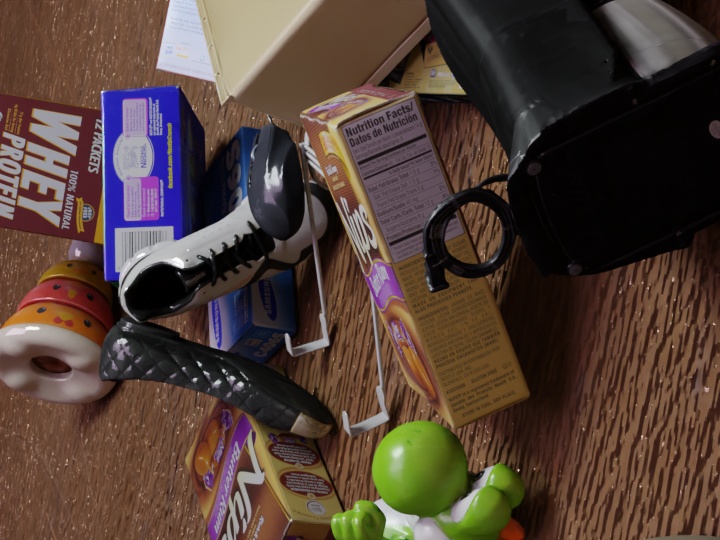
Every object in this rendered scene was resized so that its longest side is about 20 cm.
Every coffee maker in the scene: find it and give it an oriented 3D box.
[{"bbox_3d":[0.103,-0.103,0.833,0.200,0.192,0.135,-112,19,-52],"label":"coffee maker"}]

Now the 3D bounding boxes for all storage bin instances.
[{"bbox_3d":[-0.028,-0.237,1.100,0.200,0.094,0.199,-43,48,35],"label":"storage bin"}]

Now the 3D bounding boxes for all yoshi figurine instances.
[{"bbox_3d":[0.025,0.154,0.996,0.200,0.112,0.113,-40,44,49],"label":"yoshi figurine"}]

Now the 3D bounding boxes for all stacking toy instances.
[{"bbox_3d":[-0.329,0.037,1.720,0.146,0.146,0.200,-46,28,48],"label":"stacking toy"}]

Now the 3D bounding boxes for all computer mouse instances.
[{"bbox_3d":[-0.081,-0.117,1.190,0.059,0.034,0.200,129,131,-59],"label":"computer mouse"}]

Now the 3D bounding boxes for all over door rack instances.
[{"bbox_3d":[0.000,0.000,1.148,0.148,0.067,0.200,-133,44,-59],"label":"over door rack"}]

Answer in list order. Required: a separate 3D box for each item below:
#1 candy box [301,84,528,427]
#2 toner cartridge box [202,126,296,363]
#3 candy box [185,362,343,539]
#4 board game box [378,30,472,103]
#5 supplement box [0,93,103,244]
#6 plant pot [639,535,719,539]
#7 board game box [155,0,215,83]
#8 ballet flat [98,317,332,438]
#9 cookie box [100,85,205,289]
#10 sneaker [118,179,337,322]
[{"bbox_3d":[0.032,-0.013,0.950,0.117,0.056,0.200,-144,33,-75],"label":"candy box"},{"bbox_3d":[-0.101,-0.019,1.360,0.095,0.043,0.200,-46,43,50],"label":"toner cartridge box"},{"bbox_3d":[-0.081,0.179,1.247,0.117,0.056,0.200,-65,32,26],"label":"candy box"},{"bbox_3d":[0.048,-0.191,1.106,0.200,0.035,0.136,12,93,55],"label":"board game box"},{"bbox_3d":[-0.330,-0.106,1.593,0.200,0.197,0.133,-159,79,-87],"label":"supplement box"},{"bbox_3d":[0.119,0.229,0.760,0.200,0.134,0.201,-27,59,57],"label":"plant pot"},{"bbox_3d":[-0.067,-0.193,1.237,0.200,0.019,0.103,15,98,20],"label":"board game box"},{"bbox_3d":[-0.115,0.094,1.226,0.066,0.200,0.057,-10,-60,-77],"label":"ballet flat"},{"bbox_3d":[-0.186,-0.064,1.398,0.200,0.075,0.171,86,-178,-84],"label":"cookie box"},{"bbox_3d":[-0.108,-0.009,1.243,0.074,0.200,0.080,61,-172,-12],"label":"sneaker"}]
